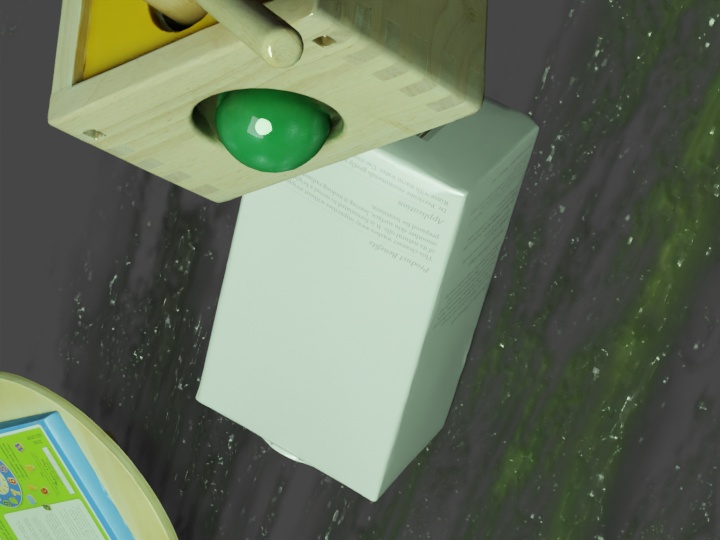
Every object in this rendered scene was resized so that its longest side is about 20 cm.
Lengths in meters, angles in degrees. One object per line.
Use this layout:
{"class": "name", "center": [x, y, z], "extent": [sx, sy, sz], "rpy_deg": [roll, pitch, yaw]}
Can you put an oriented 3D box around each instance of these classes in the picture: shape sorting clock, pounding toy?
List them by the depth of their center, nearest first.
{"class": "pounding toy", "center": [-0.041, -0.123, 0.851], "extent": [0.184, 0.200, 0.142], "rpy_deg": [-17, 150, 40]}
{"class": "shape sorting clock", "center": [-0.179, 0.144, 1.248], "extent": [0.200, 0.039, 0.200], "rpy_deg": [20, 130, 26]}

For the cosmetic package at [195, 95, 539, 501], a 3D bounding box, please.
{"class": "cosmetic package", "center": [0.000, 0.000, 1.011], "extent": [0.113, 0.081, 0.200], "rpy_deg": [30, 132, 15]}
